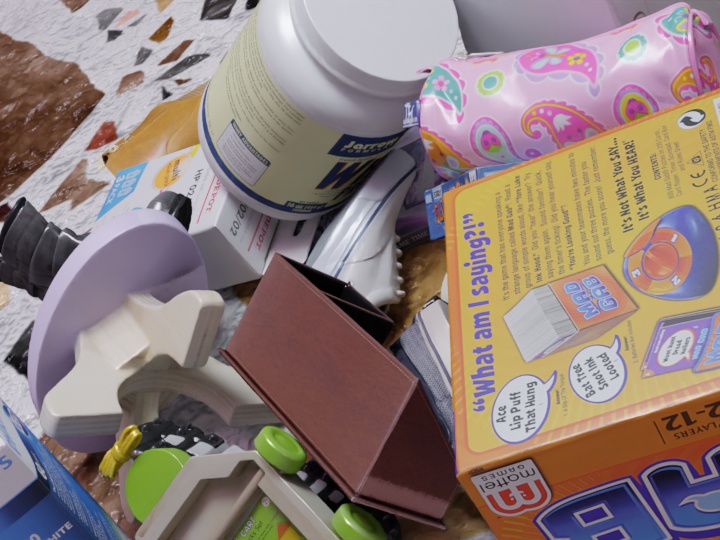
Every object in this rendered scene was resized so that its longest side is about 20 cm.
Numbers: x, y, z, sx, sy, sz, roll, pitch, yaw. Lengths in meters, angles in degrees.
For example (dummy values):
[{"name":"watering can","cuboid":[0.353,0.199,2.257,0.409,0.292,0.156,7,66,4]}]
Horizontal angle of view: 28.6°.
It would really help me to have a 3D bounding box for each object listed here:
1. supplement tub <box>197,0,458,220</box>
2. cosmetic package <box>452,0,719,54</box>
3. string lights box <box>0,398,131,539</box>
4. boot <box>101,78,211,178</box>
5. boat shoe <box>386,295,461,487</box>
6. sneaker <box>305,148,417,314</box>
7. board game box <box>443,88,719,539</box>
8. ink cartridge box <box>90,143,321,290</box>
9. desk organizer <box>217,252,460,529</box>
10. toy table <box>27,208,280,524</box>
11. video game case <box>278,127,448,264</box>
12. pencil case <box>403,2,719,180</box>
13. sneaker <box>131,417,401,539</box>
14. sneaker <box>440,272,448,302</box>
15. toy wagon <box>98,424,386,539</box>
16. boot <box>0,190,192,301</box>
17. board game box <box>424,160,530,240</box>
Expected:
[{"name":"supplement tub","cuboid":[-0.026,-0.142,1.048,0.200,0.144,0.146,-44,15,55]},{"name":"cosmetic package","cuboid":[0.194,-0.207,1.028,0.166,0.168,0.200,20,58,46]},{"name":"string lights box","cuboid":[-0.199,0.161,0.889,0.059,0.201,0.103,-37,36,-7]},{"name":"boot","cuboid":[-0.150,-0.110,1.263,0.144,0.071,0.201,-40,26,-15]},{"name":"boat shoe","cuboid":[0.057,0.112,0.876,0.093,0.074,0.201,-43,35,16]},{"name":"sneaker","cuboid":[0.000,0.000,1.033,0.201,0.071,0.073,-60,9,-28]},{"name":"board game box","cuboid":[0.173,0.058,0.726,0.198,0.200,0.201,-19,39,18]},{"name":"ink cartridge box","cuboid":[-0.127,-0.045,1.159,0.199,0.068,0.116,-14,43,33]},{"name":"desk organizer","cuboid":[-0.006,0.067,0.863,0.078,0.071,0.200,-62,35,8]},{"name":"toy table","cuboid":[-0.151,0.072,0.992,0.182,0.202,0.117,-11,38,-29]},{"name":"video game case","cuboid":[0.026,-0.065,1.128,0.198,0.019,0.144,-24,38,11]},{"name":"pencil case","cuboid":[0.131,-0.111,0.903,0.198,0.088,0.088,-8,43,29]},{"name":"sneaker","cuboid":[-0.064,0.163,0.901,0.198,0.091,0.066,15,21,24]},{"name":"sneaker","cuboid":[0.100,-0.003,0.900,0.199,0.093,0.071,-1,73,56]},{"name":"toy wagon","cuboid":[-0.077,0.168,0.839,0.200,0.039,0.156,42,104,25]},{"name":"boot","cuboid":[-0.215,-0.017,1.086,0.200,0.131,0.070,-53,6,46]},{"name":"board game box","cuboid":[0.151,-0.053,0.883,0.198,0.035,0.135,-9,-1,-12]}]
